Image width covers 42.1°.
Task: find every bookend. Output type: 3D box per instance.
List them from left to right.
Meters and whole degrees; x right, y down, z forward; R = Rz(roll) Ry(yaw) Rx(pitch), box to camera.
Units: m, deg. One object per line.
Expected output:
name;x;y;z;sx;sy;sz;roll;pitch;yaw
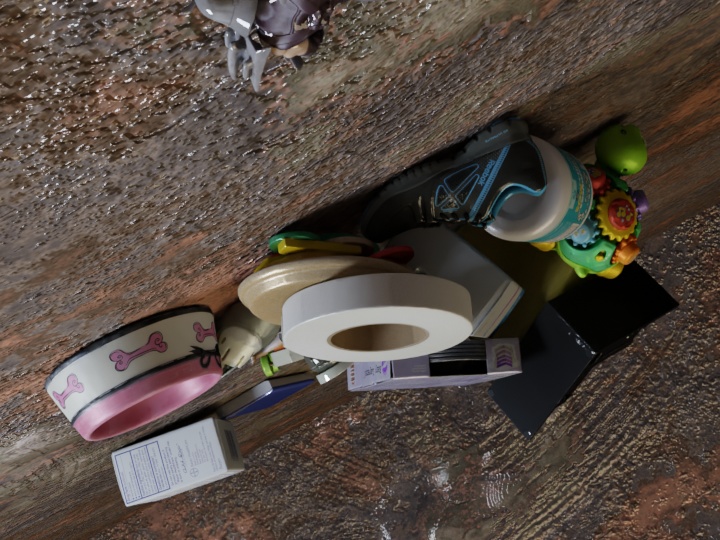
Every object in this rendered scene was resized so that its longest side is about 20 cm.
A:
bookend;0.303;0.108;1.288;0.197;0.092;0.201;-20;149;-38

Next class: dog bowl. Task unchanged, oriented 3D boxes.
dog bowl;-0.241;0.119;1.036;0.198;0.074;0.200;-26;168;-6

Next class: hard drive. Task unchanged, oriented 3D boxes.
hard drive;-0.187;0.250;1.872;0.131;0.026;0.200;-31;169;17

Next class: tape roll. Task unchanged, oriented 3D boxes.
tape roll;0.016;0.053;0.969;0.200;0.037;0.203;-4;160;-1

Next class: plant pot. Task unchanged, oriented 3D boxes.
plant pot;0.245;-0.012;1.333;0.193;0.196;0.200;-17;155;-41

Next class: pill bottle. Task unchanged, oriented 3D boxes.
pill bottle;0.196;-0.087;1.046;0.110;0.112;0.200;-31;169;21

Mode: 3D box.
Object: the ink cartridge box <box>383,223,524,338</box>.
ink cartridge box;0.117;0.007;1.146;0.085;0.144;0.200;-52;166;6

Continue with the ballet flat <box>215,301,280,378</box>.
ballet flat;-0.157;0.096;1.120;0.200;0.067;0.064;-36;-150;45

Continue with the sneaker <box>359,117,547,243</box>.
sneaker;0.091;-0.072;0.938;0.199;0.083;0.073;-30;171;16

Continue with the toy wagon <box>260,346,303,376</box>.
toy wagon;-0.072;0.117;1.459;0.153;0.040;0.200;-19;179;2

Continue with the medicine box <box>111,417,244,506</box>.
medicine box;-0.334;0.356;1.743;0.198;0.104;0.182;-18;168;-1

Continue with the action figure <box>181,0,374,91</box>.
action figure;0.004;-0.148;0.446;0.198;0.070;0.130;-18;173;-24

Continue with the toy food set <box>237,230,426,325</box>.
toy food set;-0.029;0.015;0.981;0.198;0.049;0.198;6;158;-24

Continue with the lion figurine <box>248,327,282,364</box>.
lion figurine;-0.077;0.053;1.179;0.122;0.073;0.199;-30;-174;-34

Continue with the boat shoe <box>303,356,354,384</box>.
boat shoe;0.009;0.067;1.224;0.201;0.061;0.072;-37;180;-26

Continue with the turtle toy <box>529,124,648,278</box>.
turtle toy;0.304;-0.087;1.179;0.144;0.202;0.101;20;168;-23

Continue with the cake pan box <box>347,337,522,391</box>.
cake pan box;0.094;0.127;1.244;0.182;0.053;0.200;-3;170;-17

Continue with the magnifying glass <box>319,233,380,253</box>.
magnifying glass;0.000;0.000;1.052;0.079;0.023;0.200;-5;158;19
